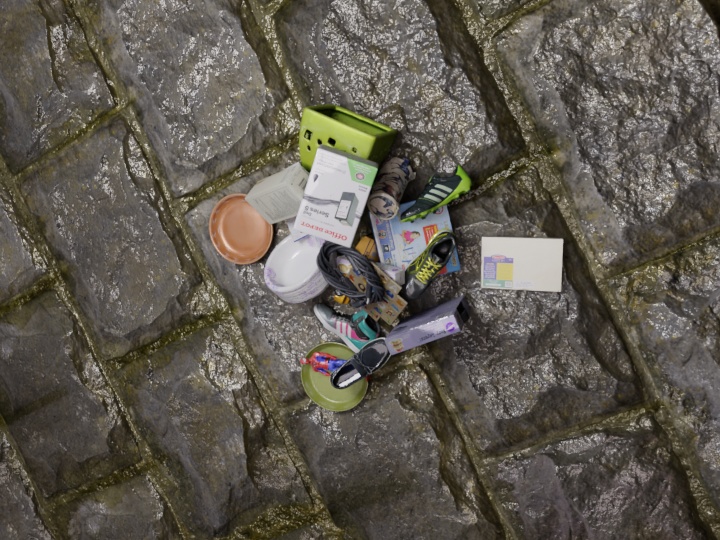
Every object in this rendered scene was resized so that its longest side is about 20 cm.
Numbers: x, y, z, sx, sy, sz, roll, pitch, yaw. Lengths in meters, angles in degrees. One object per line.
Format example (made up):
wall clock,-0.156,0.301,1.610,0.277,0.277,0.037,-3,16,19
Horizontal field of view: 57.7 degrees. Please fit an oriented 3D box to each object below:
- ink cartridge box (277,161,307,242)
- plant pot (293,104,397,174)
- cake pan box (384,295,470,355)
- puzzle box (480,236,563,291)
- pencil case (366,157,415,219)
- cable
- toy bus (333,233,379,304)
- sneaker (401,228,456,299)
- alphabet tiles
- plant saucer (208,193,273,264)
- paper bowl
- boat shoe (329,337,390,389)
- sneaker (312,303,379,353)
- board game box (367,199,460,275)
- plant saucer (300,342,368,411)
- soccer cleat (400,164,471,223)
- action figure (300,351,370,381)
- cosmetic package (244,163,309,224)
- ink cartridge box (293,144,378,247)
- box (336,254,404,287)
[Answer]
ink cartridge box,-0.166,-0.183,1.762,0.095,0.037,0.200,-25,76,20
plant pot,-0.045,-0.296,1.646,0.199,0.200,0.182,25,114,12
cake pan box,0.176,0.135,1.654,0.200,0.184,0.052,-23,97,19
puzzle box,0.402,-0.018,1.637,0.199,0.025,0.133,3,101,17
pencil case,0.076,-0.203,1.616,0.089,0.200,0.078,7,129,13
cable,-0.027,0.009,1.602,0.163,0.051,0.200,-7,121,52
toy bus,0.000,0.000,1.749,0.078,0.065,0.200,26,106,10
sneaker,0.165,-0.016,1.599,0.074,0.085,0.200,31,93,-4
alphabet tiles,0.034,0.055,1.640,0.166,0.006,0.200,42,149,7
plant saucer,-0.333,-0.118,1.849,0.200,0.037,0.201,3,100,18
paper bowl,-0.150,-0.003,1.745,0.200,0.201,0.104,-22,135,20
boat shoe,0.002,0.250,1.724,0.200,0.062,0.075,-35,89,5
sneaker,-0.025,0.131,1.768,0.200,0.084,0.121,40,114,-1
board game box,0.136,-0.076,1.663,0.195,0.056,0.201,-13,96,-1
plant saucer,-0.070,0.296,1.842,0.199,0.031,0.201,3,100,16
soccer cleat,0.176,-0.185,1.599,0.200,0.068,0.081,-30,86,-6
action figure,-0.071,0.261,1.797,0.199,0.052,0.066,6,106,18
cosmetic package,-0.193,-0.189,1.652,0.200,0.071,0.105,-8,132,50
ink cartridge box,-0.058,-0.172,1.520,0.145,0.084,0.200,18,107,-4
box,0.022,-0.001,1.643,0.200,0.039,0.042,16,116,39
